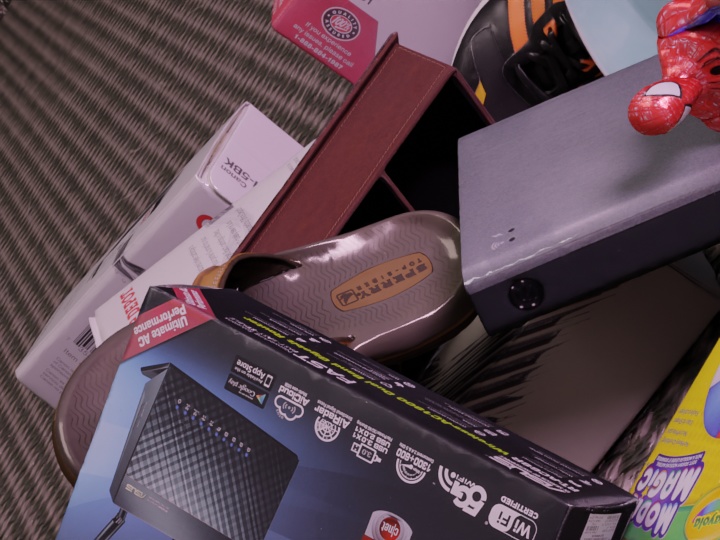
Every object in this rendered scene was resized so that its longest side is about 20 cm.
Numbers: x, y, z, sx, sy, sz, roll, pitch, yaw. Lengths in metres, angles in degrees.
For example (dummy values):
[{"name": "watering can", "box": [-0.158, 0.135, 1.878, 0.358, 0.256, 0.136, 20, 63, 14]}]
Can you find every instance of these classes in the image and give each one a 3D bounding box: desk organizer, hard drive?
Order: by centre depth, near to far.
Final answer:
[{"name": "hard drive", "box": [0.136, -0.052, 1.196, 0.199, 0.033, 0.140, -22, 24, 12]}, {"name": "desk organizer", "box": [0.000, 0.000, 1.297, 0.200, 0.077, 0.072, -55, -24, -29]}]

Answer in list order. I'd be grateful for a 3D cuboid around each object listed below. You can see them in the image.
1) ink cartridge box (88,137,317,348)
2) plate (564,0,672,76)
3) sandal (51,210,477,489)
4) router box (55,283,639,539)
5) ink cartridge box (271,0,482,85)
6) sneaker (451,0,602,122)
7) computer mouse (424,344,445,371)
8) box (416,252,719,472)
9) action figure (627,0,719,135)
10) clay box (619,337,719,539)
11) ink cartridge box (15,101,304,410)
[{"name": "ink cartridge box", "box": [-0.028, 0.007, 1.474, 0.200, 0.083, 0.147, -38, 16, 1]}, {"name": "plate", "box": [0.144, -0.169, 1.390, 0.025, 0.201, 0.200, -14, -4, -25]}, {"name": "sandal", "box": [-0.036, 0.025, 1.205, 0.199, 0.082, 0.055, -24, -32, -12]}, {"name": "router box", "box": [-0.016, 0.111, 1.101, 0.062, 0.199, 0.151, 3, -70, -60]}, {"name": "ink cartridge box", "box": [0.066, -0.181, 1.634, 0.200, 0.145, 0.085, -50, 15, 27]}, {"name": "sneaker", "box": [0.111, -0.131, 1.536, 0.200, 0.070, 0.090, -50, 13, 17]}, {"name": "computer mouse", "box": [0.044, 0.040, 1.463, 0.140, 0.046, 0.200, -41, 16, -7]}, {"name": "box", "box": [0.067, 0.059, 1.282, 0.200, 0.068, 0.082, -54, 14, 13]}, {"name": "action figure", "box": [0.188, -0.109, 1.130, 0.200, 0.065, 0.099, -36, 16, -19]}, {"name": "clay box", "box": [0.157, 0.049, 1.055, 0.201, 0.047, 0.115, -58, 14, -7]}, {"name": "ink cartridge box", "box": [-0.073, 0.027, 1.641, 0.200, 0.147, 0.083, -44, 11, 38]}]
